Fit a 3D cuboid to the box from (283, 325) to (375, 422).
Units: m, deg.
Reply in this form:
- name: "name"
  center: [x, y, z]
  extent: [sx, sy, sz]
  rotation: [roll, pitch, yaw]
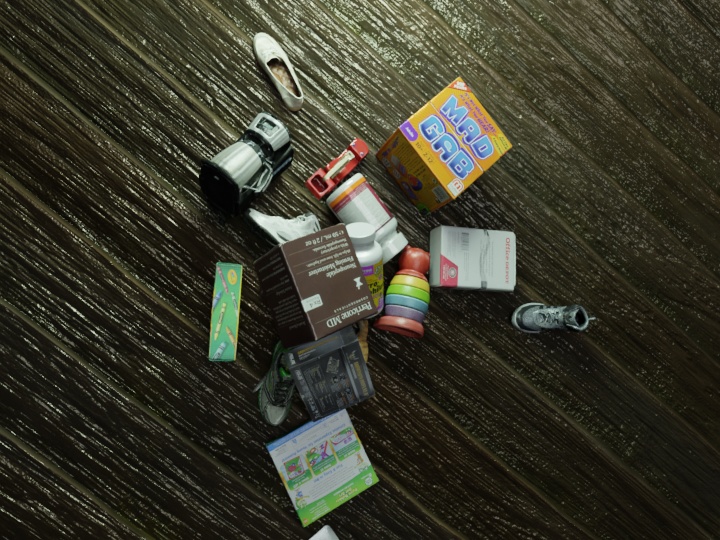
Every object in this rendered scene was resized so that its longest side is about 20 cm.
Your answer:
- name: "box"
  center: [-0.062, 0.225, 1.242]
  extent: [0.156, 0.049, 0.202]
  rotation: [-23, 133, -7]

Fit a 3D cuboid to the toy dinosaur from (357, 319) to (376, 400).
- name: "toy dinosaur"
  center: [-0.007, 0.207, 1.339]
  extent: [0.104, 0.060, 0.204]
  rotation: [0, 84, -15]

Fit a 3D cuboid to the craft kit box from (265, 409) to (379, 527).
- name: "craft kit box"
  center: [-0.086, 0.435, 1.304]
  extent: [0.198, 0.048, 0.200]
  rotation: [-25, 88, -15]

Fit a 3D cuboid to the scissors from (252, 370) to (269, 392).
- name: "scissors"
  center: [-0.178, 0.196, 1.322]
  extent: [0.198, 0.014, 0.074]
  rotation: [-32, 100, -12]

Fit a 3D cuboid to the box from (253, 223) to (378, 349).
- name: "box"
  center: [-0.097, 0.035, 1.204]
  extent: [0.164, 0.164, 0.203]
  rotation: [-21, 88, -33]

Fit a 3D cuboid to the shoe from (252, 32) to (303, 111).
- name: "shoe"
  center: [-0.191, -0.481, 1.369]
  extent: [0.069, 0.053, 0.202]
  rotation: [-30, 92, -15]

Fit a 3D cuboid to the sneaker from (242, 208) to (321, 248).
- name: "sneaker"
  center: [-0.171, -0.103, 1.334]
  extent: [0.199, 0.075, 0.116]
  rotation: [37, 68, -16]

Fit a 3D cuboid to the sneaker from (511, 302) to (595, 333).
- name: "sneaker"
  center: [0.487, 0.117, 1.442]
  extent: [0.196, 0.114, 0.077]
  rotation: [1, 83, -14]

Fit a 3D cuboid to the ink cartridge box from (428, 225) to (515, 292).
- name: "ink cartridge box"
  center: [0.275, -0.025, 1.421]
  extent: [0.196, 0.083, 0.148]
  rotation: [4, 83, -14]

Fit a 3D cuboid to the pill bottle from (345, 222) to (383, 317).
- name: "pill bottle"
  center: [0.000, 0.000, 1.292]
  extent: [0.102, 0.104, 0.203]
  rotation: [-11, 120, -15]

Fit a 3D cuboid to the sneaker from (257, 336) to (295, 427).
- name: "sneaker"
  center: [-0.178, 0.246, 1.272]
  extent: [0.077, 0.085, 0.204]
  rotation: [9, 90, -16]

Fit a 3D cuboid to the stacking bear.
- name: "stacking bear"
  center: [0.115, 0.045, 1.366]
  extent: [0.119, 0.114, 0.204]
  rotation: [15, 76, -12]

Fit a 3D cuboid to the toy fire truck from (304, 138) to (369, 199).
- name: "toy fire truck"
  center: [-0.050, -0.239, 1.333]
  extent: [0.049, 0.141, 0.200]
  rotation: [45, 76, -5]

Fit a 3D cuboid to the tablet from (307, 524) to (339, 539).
- name: "tablet"
  center: [-0.069, 0.694, 1.295]
  extent: [0.129, 0.014, 0.202]
  rotation: [-35, 93, -15]

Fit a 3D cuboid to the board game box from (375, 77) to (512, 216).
- name: "board game box"
  center: [0.190, -0.285, 1.368]
  extent: [0.199, 0.200, 0.201]
  rotation: [-41, 95, -14]

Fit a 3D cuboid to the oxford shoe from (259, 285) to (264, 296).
- name: "oxford shoe"
  center: [-0.137, 0.043, 1.328]
  extent: [0.197, 0.073, 0.072]
  rotation: [13, 47, -27]

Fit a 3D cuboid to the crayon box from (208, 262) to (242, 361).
- name: "crayon box"
  center: [-0.293, 0.092, 1.249]
  extent: [0.057, 0.119, 0.204]
  rotation: [4, 83, -13]

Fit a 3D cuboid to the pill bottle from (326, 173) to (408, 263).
- name: "pill bottle"
  center: [0.018, -0.117, 1.353]
  extent: [0.109, 0.109, 0.201]
  rotation: [-39, 94, -14]

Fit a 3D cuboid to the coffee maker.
- name: "coffee maker"
  center: [-0.256, -0.229, 1.283]
  extent: [0.135, 0.191, 0.201]
  rotation: [47, 59, -12]
